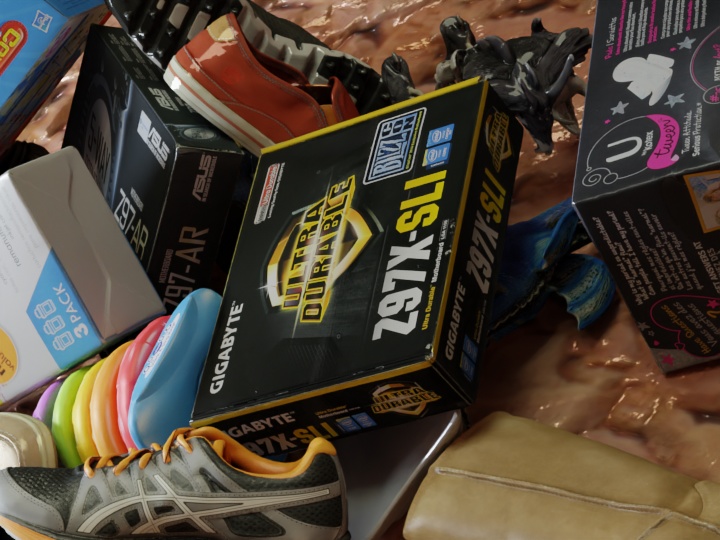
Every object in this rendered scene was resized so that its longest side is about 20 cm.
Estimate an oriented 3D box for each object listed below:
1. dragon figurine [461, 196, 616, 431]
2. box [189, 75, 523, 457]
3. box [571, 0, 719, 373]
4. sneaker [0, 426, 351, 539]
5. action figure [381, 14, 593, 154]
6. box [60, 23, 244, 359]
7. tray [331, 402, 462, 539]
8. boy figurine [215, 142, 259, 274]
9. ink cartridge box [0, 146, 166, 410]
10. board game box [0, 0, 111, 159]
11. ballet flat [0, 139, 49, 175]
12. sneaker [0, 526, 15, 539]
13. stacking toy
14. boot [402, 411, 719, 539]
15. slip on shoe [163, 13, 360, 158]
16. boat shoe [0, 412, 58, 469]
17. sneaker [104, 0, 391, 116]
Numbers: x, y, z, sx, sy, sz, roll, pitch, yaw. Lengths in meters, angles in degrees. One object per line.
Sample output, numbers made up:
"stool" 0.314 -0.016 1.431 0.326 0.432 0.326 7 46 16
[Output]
"dragon figurine" 0.103 0.001 1.458 0.099 0.059 0.200 -16 27 29
"box" 0.000 0.000 1.418 0.159 0.049 0.201 -15 45 31
"box" 0.195 -0.063 1.424 0.114 0.132 0.200 -16 35 23
"sneaker" -0.100 0.118 1.370 0.199 0.078 0.078 6 9 1
"action figure" 0.086 -0.100 1.582 0.119 0.102 0.200 -33 18 -13
"box" -0.140 -0.042 1.613 0.043 0.161 0.200 6 24 -25
"tray" 0.018 0.063 1.442 0.108 0.022 0.200 -55 25 24
"boy figurine" -0.074 -0.077 1.687 0.124 0.065 0.200 -13 33 2
"ink cartridge box" -0.225 0.023 1.549 0.200 0.115 0.068 -30 -1 37
"board game box" -0.246 -0.111 1.668 0.196 0.056 0.200 -51 2 12
"ballet flat" -0.228 -0.010 1.722 0.066 0.057 0.200 -41 27 39
"sneaker" -0.222 0.165 1.421 0.104 0.060 0.200 -31 9 1
"stacking toy" -0.144 0.092 1.496 0.200 0.110 0.116 -14 37 39
"boot" 0.100 0.148 1.272 0.200 0.066 0.175 11 37 42
"slip on shoe" -0.022 -0.082 1.552 0.061 0.200 0.074 -52 16 11
"boat shoe" -0.253 0.121 1.507 0.200 0.072 0.065 -7 -7 44
"sneaker" -0.079 -0.139 1.617 0.067 0.200 0.090 -63 22 2
